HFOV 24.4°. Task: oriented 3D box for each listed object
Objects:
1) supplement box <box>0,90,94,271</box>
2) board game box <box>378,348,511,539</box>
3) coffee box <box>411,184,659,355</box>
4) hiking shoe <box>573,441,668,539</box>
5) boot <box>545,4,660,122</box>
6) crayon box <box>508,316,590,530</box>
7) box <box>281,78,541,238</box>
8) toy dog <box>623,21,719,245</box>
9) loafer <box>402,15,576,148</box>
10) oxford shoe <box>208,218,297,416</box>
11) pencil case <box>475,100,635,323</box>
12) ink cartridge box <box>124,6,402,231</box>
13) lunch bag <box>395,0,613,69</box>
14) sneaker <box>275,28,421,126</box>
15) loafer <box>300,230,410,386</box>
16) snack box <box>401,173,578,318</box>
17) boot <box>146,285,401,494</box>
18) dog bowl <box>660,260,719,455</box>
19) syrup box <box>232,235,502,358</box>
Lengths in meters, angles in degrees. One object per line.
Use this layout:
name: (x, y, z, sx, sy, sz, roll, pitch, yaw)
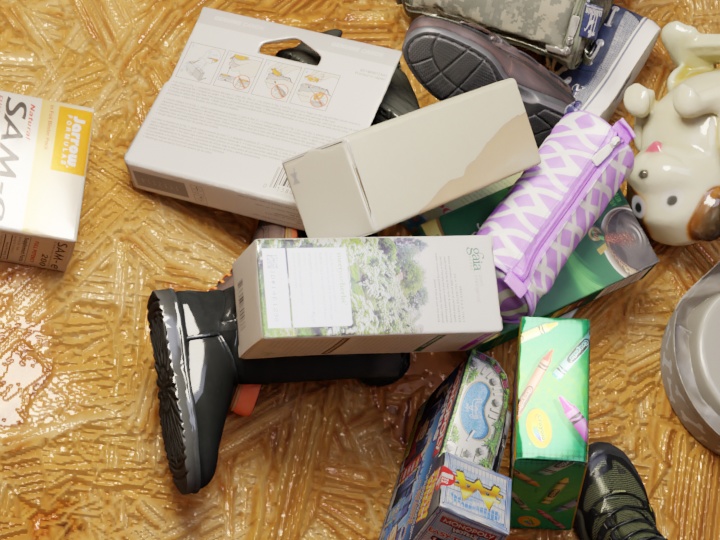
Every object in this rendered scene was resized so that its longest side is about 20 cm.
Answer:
supplement box: (-0.328, -0.084, 1.382, 0.198, 0.074, 0.127, 9, 67, -14)
board game box: (0.074, 0.176, 1.333, 0.061, 0.200, 0.202, 22, 64, -7)
coffee box: (0.155, -0.017, 1.480, 0.198, 0.044, 0.124, -22, 77, -22)
hiking shoe: (0.239, 0.236, 1.416, 0.075, 0.101, 0.202, -8, 71, -20)
boot: (0.205, -0.181, 1.600, 0.090, 0.073, 0.201, 30, 60, 11)
crayon box: (0.154, 0.130, 1.374, 0.058, 0.200, 0.120, 3, 67, 4)
box: (0.044, -0.089, 1.368, 0.199, 0.095, 0.078, -23, 96, -37)
toy dog: (0.317, -0.115, 1.576, 0.139, 0.195, 0.201, 13, 55, 38)
loafer: (0.117, -0.175, 1.490, 0.199, 0.072, 0.063, 28, 46, -28)
oxford shoe: (-0.100, 0.019, 1.416, 0.072, 0.071, 0.202, 16, 66, -6)
pencil case: (0.162, -0.047, 1.422, 0.084, 0.085, 0.201, 45, 65, -20)
ink cartridge box: (-0.080, -0.131, 1.451, 0.198, 0.045, 0.177, 15, 61, 17)
lunch bag: (0.149, -0.288, 1.560, 0.198, 0.139, 0.169, 19, 78, 16)
sneaker: (0.018, -0.157, 1.506, 0.199, 0.076, 0.091, 38, 55, 16)
loafer: (0.000, 0.000, 1.453, 0.067, 0.070, 0.202, -13, 73, -22)
snack box: (0.131, -0.042, 1.529, 0.200, 0.037, 0.116, 40, 64, 1)
boot: (-0.062, 0.086, 1.348, 0.198, 0.066, 0.167, -5, 84, -22)
dog bowl: (0.367, 0.087, 1.540, 0.198, 0.059, 0.202, 6, 68, -15)
syrup box: (0.006, 0.021, 1.309, 0.198, 0.081, 0.080, -1, 76, -19)
